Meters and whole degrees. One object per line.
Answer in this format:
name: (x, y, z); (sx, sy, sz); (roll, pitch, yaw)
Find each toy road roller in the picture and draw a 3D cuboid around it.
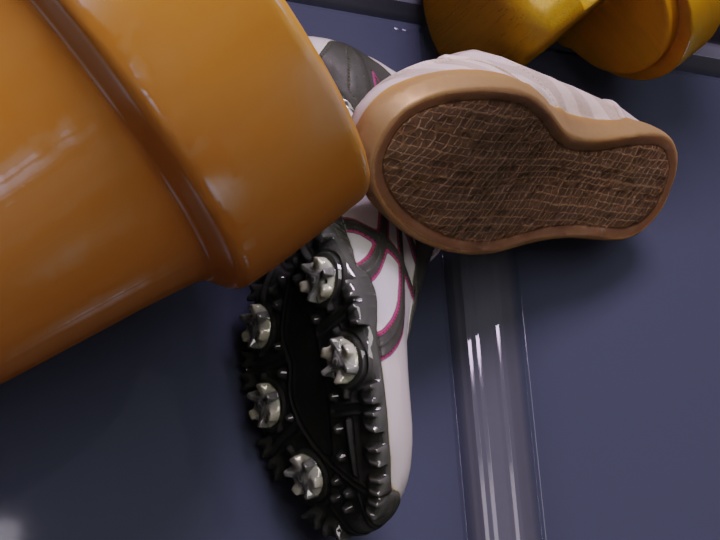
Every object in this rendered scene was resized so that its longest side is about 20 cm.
toy road roller: (0.074, -0.167, 0.902); (0.146, 0.123, 0.200); (-39, 90, -24)

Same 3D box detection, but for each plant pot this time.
plant pot: (-0.130, -0.046, 0.696); (0.183, 0.200, 0.200); (-39, 89, -9)

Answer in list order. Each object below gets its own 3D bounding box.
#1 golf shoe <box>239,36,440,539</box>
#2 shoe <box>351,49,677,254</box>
golf shoe: (0.000, 0.000, 0.815); (0.088, 0.077, 0.200); (3, 69, -37)
shoe: (0.051, -0.045, 0.833); (0.053, 0.070, 0.200); (34, 15, 33)
